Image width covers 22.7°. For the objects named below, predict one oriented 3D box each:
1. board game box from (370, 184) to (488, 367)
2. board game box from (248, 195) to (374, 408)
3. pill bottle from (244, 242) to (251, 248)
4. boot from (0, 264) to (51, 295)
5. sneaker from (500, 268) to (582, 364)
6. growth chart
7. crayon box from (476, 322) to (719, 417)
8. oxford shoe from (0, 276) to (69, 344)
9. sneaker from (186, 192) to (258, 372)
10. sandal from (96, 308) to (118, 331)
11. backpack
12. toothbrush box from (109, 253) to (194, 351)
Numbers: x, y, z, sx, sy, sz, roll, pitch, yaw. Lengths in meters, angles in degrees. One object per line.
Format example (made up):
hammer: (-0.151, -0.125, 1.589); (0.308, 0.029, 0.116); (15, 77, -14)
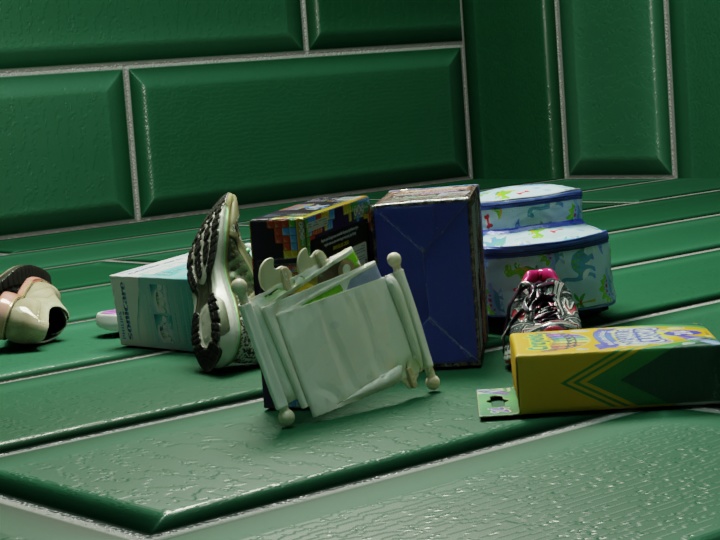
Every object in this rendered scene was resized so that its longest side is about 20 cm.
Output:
board game box: (0.072, 0.003, 1.783); (0.096, 0.161, 0.200); (-4, 5, 6)
board game box: (-0.038, 0.024, 1.628); (0.056, 0.167, 0.200); (-1, 7, 17)
pill bottle: (-0.050, -0.002, 2.117); (0.199, 0.110, 0.109); (-7, 7, -37)
boot: (-0.481, 0.042, 2.220); (0.137, 0.078, 0.200); (-7, 4, 22)
sneaker: (0.171, 0.046, 1.713); (0.080, 0.075, 0.200); (-4, 7, 0)
growth chart: (-0.018, 0.049, 1.522); (0.199, 0.146, 0.018); (-13, -2, -42)
crayon box: (0.194, 0.081, 1.489); (0.198, 0.052, 0.126); (-4, 6, 3)
oxford shoe: (-0.376, 0.056, 2.106); (0.073, 0.071, 0.200); (17, 11, 2)
sneaker: (-0.124, 0.016, 1.826); (0.088, 0.202, 0.077); (14, -32, -29)
sandal: (-0.212, 0.041, 2.124); (0.201, 0.050, 0.082); (-5, 8, -27)
backpack: (0.179, -0.018, 1.964); (0.181, 0.148, 0.200); (-8, 10, -15)
toothbrush box: (-0.156, 0.032, 1.978); (0.146, 0.086, 0.199); (-17, 13, -42)
